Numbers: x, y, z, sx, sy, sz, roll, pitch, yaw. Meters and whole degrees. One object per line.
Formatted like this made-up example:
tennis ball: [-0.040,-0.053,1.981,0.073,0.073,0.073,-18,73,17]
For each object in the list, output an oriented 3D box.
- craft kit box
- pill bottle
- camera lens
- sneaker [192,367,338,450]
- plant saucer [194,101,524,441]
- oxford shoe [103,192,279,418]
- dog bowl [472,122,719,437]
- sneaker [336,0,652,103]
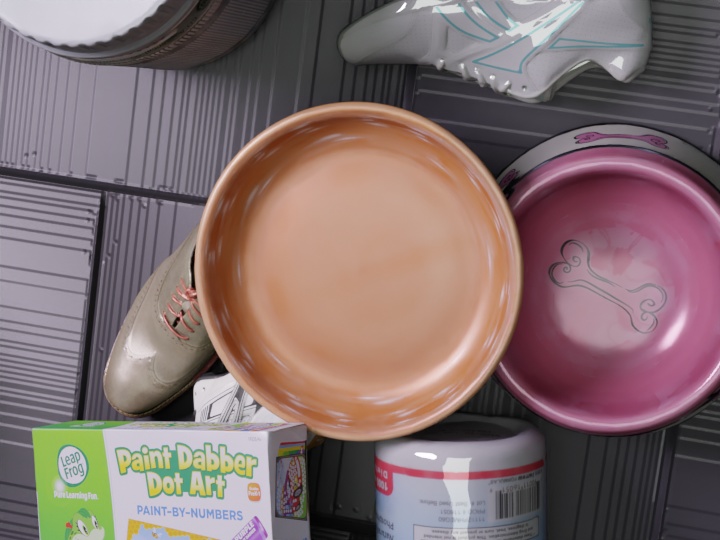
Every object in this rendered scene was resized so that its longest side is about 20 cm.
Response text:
craft kit box: [-0.116,0.194,0.946,0.199,0.048,0.200,-4,88,35]
pill bottle: [0.064,0.197,0.957,0.108,0.109,0.202,0,95,10]
camera lens: [-0.136,-0.202,0.903,0.158,0.200,0.162,1,97,10]
sneaker: [-0.083,0.112,1.003,0.088,0.076,0.200,42,100,21]
plant saucer: [0.000,0.000,0.911,0.198,0.037,0.202,1,97,11]
oxford shoe: [-0.110,0.015,0.986,0.070,0.075,0.201,37,101,5]
dog bowl: [0.155,0.011,0.938,0.198,0.074,0.202,1,97,11]
sneaker: [0.083,-0.140,0.938,0.198,0.070,0.081,-7,97,10]
